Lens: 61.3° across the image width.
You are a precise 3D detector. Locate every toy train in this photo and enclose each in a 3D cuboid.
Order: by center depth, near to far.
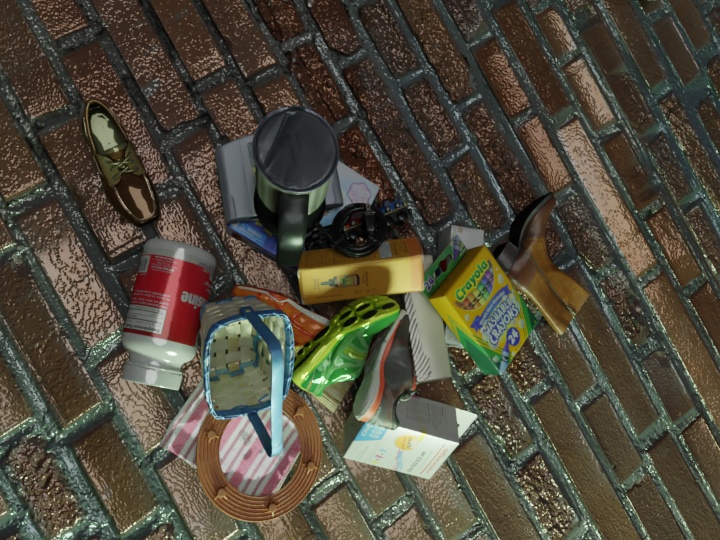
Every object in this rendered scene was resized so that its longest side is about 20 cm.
[{"bbox_3d":[-0.003,-0.074,1.007,0.195,0.034,0.047,-22,76,-18],"label":"toy train"}]

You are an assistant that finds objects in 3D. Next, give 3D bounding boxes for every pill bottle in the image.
[{"bbox_3d":[-0.287,0.066,0.900,0.109,0.112,0.207,13,78,-13],"label":"pill bottle"}]

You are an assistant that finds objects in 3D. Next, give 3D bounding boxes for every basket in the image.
[{"bbox_3d":[-0.153,0.132,0.852,0.135,0.200,0.182,-7,120,-26],"label":"basket"}]

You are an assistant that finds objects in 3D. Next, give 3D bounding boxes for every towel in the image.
[{"bbox_3d":[-0.190,0.259,0.942,0.198,0.030,0.148,36,73,-8],"label":"towel"}]

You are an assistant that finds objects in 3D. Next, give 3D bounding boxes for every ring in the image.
[{"bbox_3d":[-0.152,0.275,0.928,0.194,0.019,0.208,4,76,-17],"label":"ring"}]

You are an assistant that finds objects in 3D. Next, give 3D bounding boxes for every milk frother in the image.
[{"bbox_3d":[-0.050,-0.112,0.867,0.194,0.188,0.186,-14,79,-13],"label":"milk frother"}]

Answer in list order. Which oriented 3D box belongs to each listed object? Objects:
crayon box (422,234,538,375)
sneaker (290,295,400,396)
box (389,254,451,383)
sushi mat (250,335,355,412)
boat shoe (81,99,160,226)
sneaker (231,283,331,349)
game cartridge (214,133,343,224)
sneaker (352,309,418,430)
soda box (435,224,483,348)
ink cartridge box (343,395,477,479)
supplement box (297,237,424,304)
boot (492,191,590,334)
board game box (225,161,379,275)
[{"bbox_3d":[0.197,0.054,1.007,0.126,0.051,0.201,-45,104,-25],"label":"crayon box"},{"bbox_3d":[-0.017,0.113,0.926,0.198,0.074,0.084,-39,116,7],"label":"sneaker"},{"bbox_3d":[0.096,0.084,1.028,0.066,0.082,0.207,-7,82,-15],"label":"box"},{"bbox_3d":[-0.091,0.135,0.999,0.198,0.012,0.097,39,72,-7],"label":"sushi mat"},{"bbox_3d":[-0.374,-0.166,0.931,0.074,0.074,0.204,-29,90,-18],"label":"boat shoe"},{"bbox_3d":[-0.118,0.083,0.958,0.196,0.073,0.079,29,83,-7],"label":"sneaker"},{"bbox_3d":[-0.131,-0.156,0.979,0.194,0.041,0.138,-10,80,-16],"label":"game cartridge"},{"bbox_3d":[0.051,0.154,0.927,0.080,0.077,0.203,30,51,-9],"label":"sneaker"},{"bbox_3d":[0.171,0.029,1.067,0.066,0.064,0.207,8,79,-15],"label":"soda box"},{"bbox_3d":[0.081,0.263,0.969,0.194,0.117,0.069,17,41,-13],"label":"ink cartridge box"},{"bbox_3d":[0.000,0.000,0.948,0.193,0.069,0.068,-7,121,-3],"label":"supplement box"},{"bbox_3d":[0.359,-0.017,1.128,0.199,0.068,0.190,40,72,-8],"label":"boot"},{"bbox_3d":[-0.093,-0.103,1.021,0.196,0.041,0.204,30,74,-10],"label":"board game box"}]
